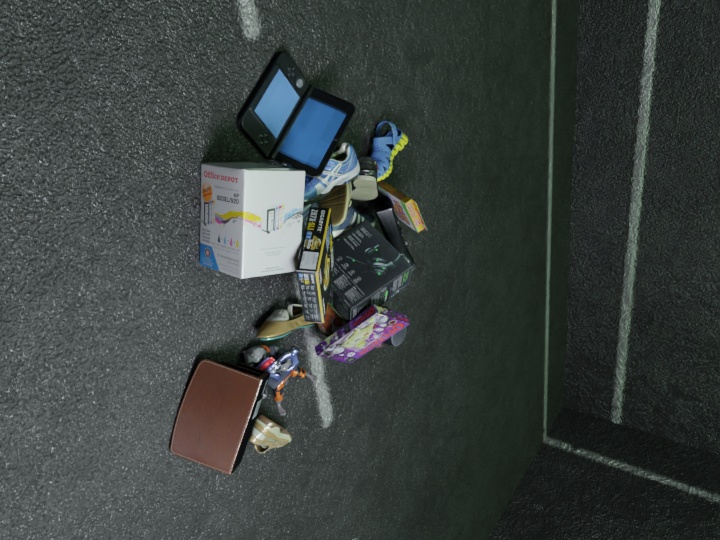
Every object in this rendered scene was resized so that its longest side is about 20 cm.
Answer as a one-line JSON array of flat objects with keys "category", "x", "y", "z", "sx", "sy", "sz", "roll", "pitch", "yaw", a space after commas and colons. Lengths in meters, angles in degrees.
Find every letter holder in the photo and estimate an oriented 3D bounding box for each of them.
[{"category": "letter holder", "x": -0.289, "y": 0.289, "z": 1.249, "sx": 0.101, "sy": 0.142, "sz": 0.201, "roll": 70, "pitch": 38, "yaw": -87}]

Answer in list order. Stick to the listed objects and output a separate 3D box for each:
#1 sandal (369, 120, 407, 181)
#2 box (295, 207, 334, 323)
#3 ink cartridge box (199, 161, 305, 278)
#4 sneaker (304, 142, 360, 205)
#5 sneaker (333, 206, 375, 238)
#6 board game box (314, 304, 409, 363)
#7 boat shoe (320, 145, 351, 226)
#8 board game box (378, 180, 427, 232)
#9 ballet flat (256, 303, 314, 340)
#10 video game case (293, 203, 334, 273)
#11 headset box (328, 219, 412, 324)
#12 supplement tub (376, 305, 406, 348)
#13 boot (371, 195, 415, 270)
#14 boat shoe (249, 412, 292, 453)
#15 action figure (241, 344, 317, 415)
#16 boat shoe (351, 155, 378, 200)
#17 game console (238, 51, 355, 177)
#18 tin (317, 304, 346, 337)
[{"category": "sandal", "x": 0.051, "y": -0.309, "z": 1.565, "sx": 0.087, "sy": 0.079, "sz": 0.200, "roll": 58, "pitch": 45, "yaw": -42}, {"category": "box", "x": -0.090, "y": -0.009, "z": 1.262, "sx": 0.200, "sy": 0.049, "sz": 0.160, "roll": 89, "pitch": 6, "yaw": -56}, {"category": "ink cartridge box", "x": -0.210, "y": -0.103, "z": 1.169, "sx": 0.144, "sy": 0.147, "sz": 0.201, "roll": -9, "pitch": 108, "yaw": -46}, {"category": "sneaker", "x": -0.088, "y": -0.209, "z": 1.313, "sx": 0.200, "sy": 0.076, "sz": 0.077, "roll": -38, "pitch": 141, "yaw": -27}, {"category": "sneaker", "x": -0.028, "y": -0.137, "z": 1.501, "sx": 0.200, "sy": 0.075, "sz": 0.085, "roll": -22, "pitch": 115, "yaw": -54}, {"category": "board game box", "x": 0.003, "y": 0.152, "z": 1.417, "sx": 0.120, "sy": 0.200, "sz": 0.032, "roll": 17, "pitch": 44, "yaw": -46}, {"category": "boat shoe", "x": -0.051, "y": -0.193, "z": 1.414, "sx": 0.063, "sy": 0.073, "sz": 0.201, "roll": 30, "pitch": 49, "yaw": -57}, {"category": "board game box", "x": 0.099, "y": -0.168, "z": 1.565, "sx": 0.030, "sy": 0.200, "sz": 0.096, "roll": -37, "pitch": 127, "yaw": -11}, {"category": "ballet flat", "x": -0.171, "y": 0.111, "z": 1.388, "sx": 0.200, "sy": 0.068, "sz": 0.063, "roll": -13, "pitch": 103, "yaw": -63}, {"category": "video game case", "x": -0.144, "y": -0.116, "z": 1.344, "sx": 0.143, "sy": 0.019, "sz": 0.200, "roll": -46, "pitch": 121, "yaw": -38}, {"category": "headset box", "x": 0.000, "y": 0.000, "z": 1.434, "sx": 0.200, "sy": 0.174, "sz": 0.093, "roll": -35, "pitch": 156, "yaw": -21}, {"category": "supplement tub", "x": 0.014, "y": 0.133, "z": 1.534, "sx": 0.107, "sy": 0.199, "sz": 0.107, "roll": -23, "pitch": 119, "yaw": -50}, {"category": "boot", "x": 0.073, "y": -0.107, "z": 1.618, "sx": 0.066, "sy": 0.165, "sz": 0.200, "roll": -32, "pitch": 120, "yaw": -6}, {"category": "boat shoe", "x": -0.213, "y": 0.378, "z": 1.383, "sx": 0.076, "sy": 0.072, "sz": 0.200, "roll": -56, "pitch": 158, "yaw": -16}, {"category": "action figure", "x": -0.211, "y": 0.243, "z": 1.372, "sx": 0.200, "sy": 0.105, "sz": 0.194, "roll": -37, "pitch": 129, "yaw": -5}, {"category": "boat shoe", "x": 0.008, "y": -0.217, "z": 1.473, "sx": 0.201, "sy": 0.073, "sz": 0.063, "roll": 108, "pitch": -16, "yaw": -78}, {"category": "game console", "x": -0.127, "y": -0.323, "z": 1.256, "sx": 0.171, "sy": 0.118, "sz": 0.201, "roll": 49, "pitch": 60, "yaw": -50}, {"category": "tin", "x": -0.047, "y": 0.071, "z": 1.482, "sx": 0.042, "sy": 0.111, "sz": 0.201, "roll": 88, "pitch": 7, "yaw": -68}]
